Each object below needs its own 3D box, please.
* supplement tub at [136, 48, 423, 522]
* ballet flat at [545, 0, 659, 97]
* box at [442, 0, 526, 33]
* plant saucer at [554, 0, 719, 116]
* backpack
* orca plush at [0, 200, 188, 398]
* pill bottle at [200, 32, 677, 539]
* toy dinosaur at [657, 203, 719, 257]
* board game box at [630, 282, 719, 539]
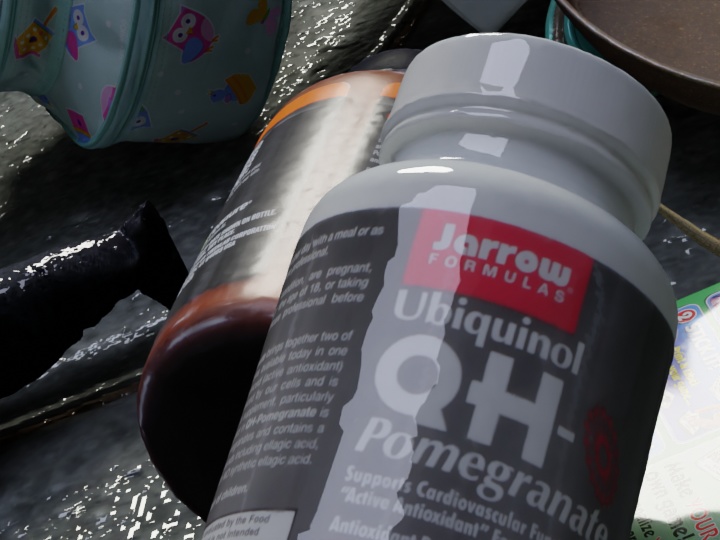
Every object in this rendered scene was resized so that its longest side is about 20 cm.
[{"bbox_3d":[0.000,0.000,0.764,0.107,0.107,0.200,-11,31,23],"label":"supplement tub"},{"bbox_3d":[0.122,-0.122,0.941,0.070,0.067,0.200,-30,15,49],"label":"ballet flat"},{"bbox_3d":[0.023,-0.235,0.995,0.131,0.200,0.199,-47,15,13],"label":"box"},{"bbox_3d":[0.163,-0.115,0.848,0.200,0.035,0.200,1,42,-1],"label":"plant saucer"},{"bbox_3d":[-0.119,-0.147,1.026,0.153,0.176,0.200,-3,22,-37],"label":"backpack"},{"bbox_3d":[-0.154,0.052,0.861,0.200,0.105,0.071,-19,64,-17],"label":"orca plush"},{"bbox_3d":[0.025,0.040,0.599,0.111,0.111,0.200,-2,59,36],"label":"pill bottle"},{"bbox_3d":[0.190,0.008,0.640,0.200,0.058,0.101,-4,16,-8],"label":"toy dinosaur"},{"bbox_3d":[0.121,0.065,0.640,0.134,0.029,0.200,-22,28,3],"label":"board game box"}]
